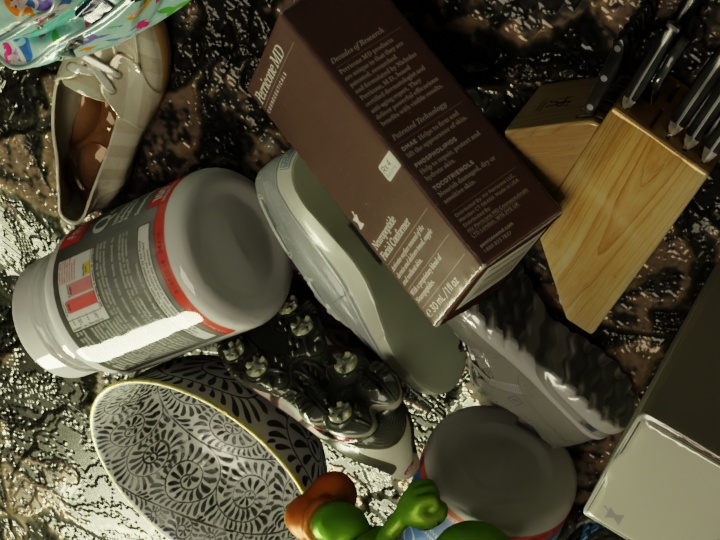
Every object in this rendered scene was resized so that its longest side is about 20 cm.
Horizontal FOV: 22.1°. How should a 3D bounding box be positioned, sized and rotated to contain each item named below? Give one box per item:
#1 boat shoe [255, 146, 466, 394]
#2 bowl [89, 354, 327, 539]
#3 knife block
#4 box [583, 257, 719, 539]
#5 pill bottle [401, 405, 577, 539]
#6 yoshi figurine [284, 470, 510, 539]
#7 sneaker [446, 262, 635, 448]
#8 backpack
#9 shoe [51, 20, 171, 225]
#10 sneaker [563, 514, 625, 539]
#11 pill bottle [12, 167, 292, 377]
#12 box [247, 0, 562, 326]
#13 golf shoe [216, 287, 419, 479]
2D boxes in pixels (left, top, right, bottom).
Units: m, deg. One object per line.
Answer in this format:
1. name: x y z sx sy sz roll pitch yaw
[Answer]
1. boat shoe: -0.001 0.000 1.267 0.071 0.070 0.201 -11 118 56
2. bowl: -0.096 0.128 1.384 0.200 0.094 0.202 21 138 20
3. knife block: 0.184 -0.064 1.098 0.174 0.064 0.201 -2 121 34
4. box: 0.211 0.075 1.091 0.077 0.200 0.095 30 133 8
5. pill bottle: 0.076 0.202 1.329 0.112 0.112 0.201 27 132 11
6. yoshi figurine: 0.036 0.195 1.229 0.112 0.113 0.200 25 176 -31
7. sneaker: 0.088 0.050 1.233 0.200 0.075 0.082 46 132 -7
8. backpack: -0.193 -0.219 1.148 0.200 0.150 0.179 -21 91 58
9. shoe: -0.179 -0.113 1.291 0.070 0.053 0.201 28 133 11
10. sneaker: 0.169 0.249 1.346 0.086 0.075 0.201 25 140 2
11. pill bottle: -0.154 0.009 1.322 0.199 0.116 0.116 -20 111 39
12. box: 0.024 -0.076 1.135 0.200 0.075 0.100 53 153 11
13. golf shoe: -0.033 0.083 1.297 0.200 0.077 0.088 38 164 48
